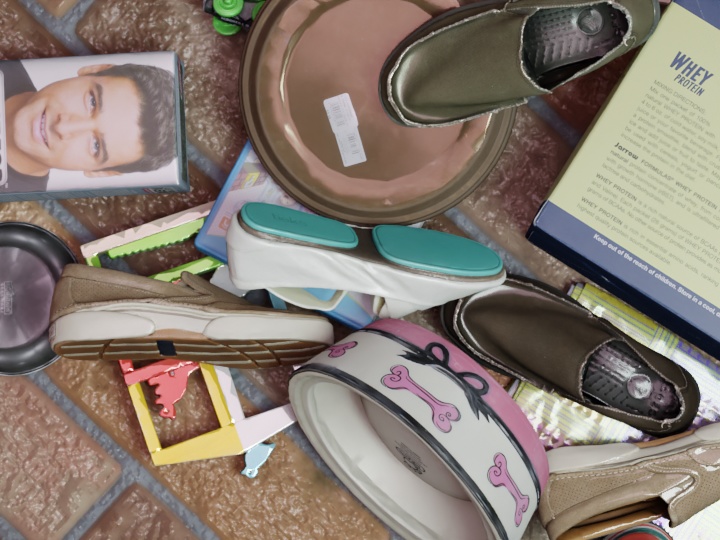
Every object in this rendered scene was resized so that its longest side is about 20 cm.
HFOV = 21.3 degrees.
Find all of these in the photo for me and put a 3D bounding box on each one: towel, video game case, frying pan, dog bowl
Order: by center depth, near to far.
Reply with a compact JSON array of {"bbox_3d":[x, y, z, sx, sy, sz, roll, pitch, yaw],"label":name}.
[{"bbox_3d":[0.046,0.117,1.325,0.200,0.200,0.074,43,68,4],"label":"dog bowl"},{"bbox_3d":[0.201,0.114,1.397,0.199,0.023,0.144,31,88,3],"label":"towel"},{"bbox_3d":[-0.014,-0.074,1.404,0.143,0.018,0.201,27,80,3],"label":"video game case"},{"bbox_3d":[-0.226,0.034,1.419,0.189,0.031,0.116,22,89,7],"label":"frying pan"}]

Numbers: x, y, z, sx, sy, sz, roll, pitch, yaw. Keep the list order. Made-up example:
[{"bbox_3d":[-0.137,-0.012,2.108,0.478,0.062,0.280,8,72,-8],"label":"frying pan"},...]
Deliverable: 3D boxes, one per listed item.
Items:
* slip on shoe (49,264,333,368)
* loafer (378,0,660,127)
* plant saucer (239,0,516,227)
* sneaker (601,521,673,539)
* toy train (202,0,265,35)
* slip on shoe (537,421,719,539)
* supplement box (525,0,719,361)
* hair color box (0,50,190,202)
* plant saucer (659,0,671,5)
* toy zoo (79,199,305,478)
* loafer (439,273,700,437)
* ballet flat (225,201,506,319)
[{"bbox_3d":[-0.118,0.030,1.357,0.199,0.076,0.061,1,69,-3],"label":"slip on shoe"},{"bbox_3d":[0.100,-0.148,1.278,0.199,0.070,0.076,-22,99,16],"label":"loafer"},{"bbox_3d":[0.012,-0.128,1.351,0.199,0.029,0.201,0,101,2],"label":"plant saucer"},{"bbox_3d":[0.146,0.260,1.348,0.070,0.093,0.200,44,98,4],"label":"sneaker"},{"bbox_3d":[-0.016,-0.179,1.396,0.199,0.042,0.057,16,68,1],"label":"toy train"},{"bbox_3d":[0.220,0.150,1.338,0.199,0.076,0.061,-6,58,5],"label":"slip on shoe"},{"bbox_3d":[0.252,-0.060,1.346,0.199,0.134,0.200,32,89,3],"label":"supplement box"},{"bbox_3d":[-0.228,-0.103,1.408,0.199,0.061,0.100,-3,87,2],"label":"hair color box"},{"bbox_3d":[0.236,-0.292,1.413,0.199,0.029,0.202,0,86,3],"label":"plant saucer"},{"bbox_3d":[-0.112,0.056,1.404,0.130,0.020,0.201,-18,86,-9],"label":"toy zoo"},{"bbox_3d":[0.152,0.055,1.354,0.199,0.071,0.073,22,88,3],"label":"loafer"},{"bbox_3d":[0.000,0.000,1.335,0.199,0.069,0.070,10,87,-14],"label":"ballet flat"}]
